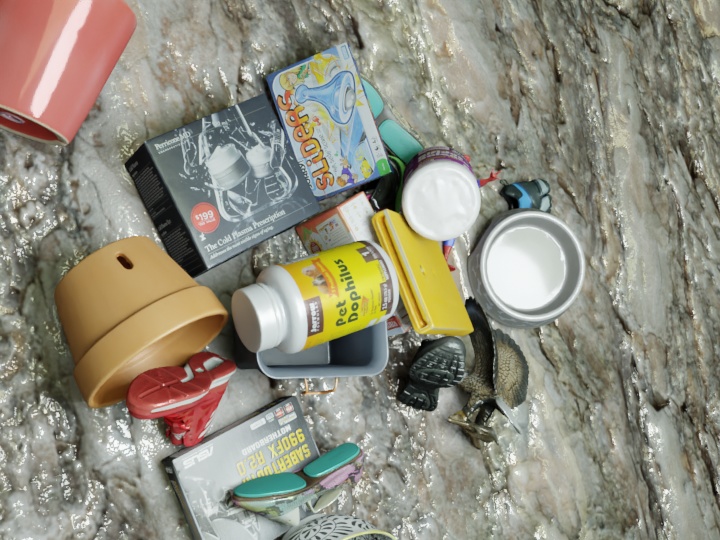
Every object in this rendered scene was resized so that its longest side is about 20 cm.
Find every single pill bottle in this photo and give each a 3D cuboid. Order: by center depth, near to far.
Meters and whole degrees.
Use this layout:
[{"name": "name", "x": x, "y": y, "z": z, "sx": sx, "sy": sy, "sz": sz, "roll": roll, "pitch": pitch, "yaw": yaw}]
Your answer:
[{"name": "pill bottle", "x": -0.057, "y": 0.035, "z": 1.089, "sx": 0.198, "sy": 0.109, "sz": 0.111, "roll": -18, "pitch": 89, "yaw": -32}, {"name": "pill bottle", "x": 0.116, "y": -0.122, "z": 1.289, "sx": 0.110, "sy": 0.200, "sz": 0.114, "roll": 1, "pitch": 107, "yaw": 3}]

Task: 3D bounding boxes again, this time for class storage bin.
[{"name": "storage bin", "x": -0.078, "y": 0.098, "z": 1.206, "sx": 0.197, "sy": 0.134, "sz": 0.148, "roll": 2, "pitch": 79, "yaw": -30}]

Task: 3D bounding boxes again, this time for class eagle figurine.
[{"name": "eagle figurine", "x": 0.197, "y": 0.160, "z": 1.367, "sx": 0.149, "sy": 0.152, "sz": 0.202, "roll": 26, "pitch": 72, "yaw": -2}]

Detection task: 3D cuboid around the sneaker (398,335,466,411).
[{"name": "sneaker", "x": 0.106, "y": 0.133, "z": 1.285, "sx": 0.075, "sy": 0.201, "sz": 0.092, "roll": 20, "pitch": 59, "yaw": -5}]

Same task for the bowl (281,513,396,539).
[{"name": "bowl", "x": -0.052, "y": 0.390, "z": 1.167, "sx": 0.198, "sy": 0.094, "sz": 0.203, "roll": -21, "pitch": 134, "yaw": -24}]

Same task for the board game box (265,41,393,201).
[{"name": "board game box", "x": -0.046, "y": -0.217, "z": 1.302, "sx": 0.133, "sy": 0.034, "sz": 0.203, "roll": -20, "pitch": 90, "yaw": 10}]

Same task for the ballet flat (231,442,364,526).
[{"name": "ballet flat", "x": -0.075, "y": 0.293, "z": 1.159, "sx": 0.198, "sy": 0.069, "sz": 0.072, "roll": -16, "pitch": 109, "yaw": -33}]

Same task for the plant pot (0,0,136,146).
[{"name": "plant pot", "x": -0.394, "y": -0.262, "z": 1.066, "sx": 0.198, "sy": 0.200, "sz": 0.180, "roll": 22, "pitch": 80, "yaw": -25}]

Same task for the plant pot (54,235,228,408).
[{"name": "plant pot", "x": -0.280, "y": 0.054, "z": 1.074, "sx": 0.199, "sy": 0.200, "sz": 0.141, "roll": -30, "pitch": 78, "yaw": -32}]

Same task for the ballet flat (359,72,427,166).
[{"name": "ballet flat", "x": 0.028, "y": -0.244, "z": 1.381, "sx": 0.200, "sy": 0.068, "sz": 0.076, "roll": 41, "pitch": 18, "yaw": -22}]

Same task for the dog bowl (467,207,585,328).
[{"name": "dog bowl", "x": 0.277, "y": -0.006, "z": 1.434, "sx": 0.196, "sy": 0.059, "sz": 0.204, "roll": 0, "pitch": 87, "yaw": -3}]

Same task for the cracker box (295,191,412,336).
[{"name": "cracker box", "x": 0.000, "y": 0.000, "z": 1.273, "sx": 0.057, "sy": 0.133, "sz": 0.202, "roll": -32, "pitch": 97, "yaw": -32}]

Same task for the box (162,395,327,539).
[{"name": "box", "x": -0.146, "y": 0.283, "z": 1.178, "sx": 0.198, "sy": 0.048, "sz": 0.161, "roll": -23, "pitch": 92, "yaw": -32}]

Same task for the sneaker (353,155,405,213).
[{"name": "sneaker", "x": 0.023, "y": -0.086, "z": 1.339, "sx": 0.083, "sy": 0.076, "sz": 0.203, "roll": 17, "pitch": 61, "yaw": -36}]

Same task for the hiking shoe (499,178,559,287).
[{"name": "hiking shoe", "x": 0.286, "y": -0.056, "z": 1.504, "sx": 0.085, "sy": 0.074, "sz": 0.204, "roll": -3, "pitch": 79, "yaw": -12}]

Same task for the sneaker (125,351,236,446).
[{"name": "sneaker", "x": -0.225, "y": 0.180, "z": 1.089, "sx": 0.199, "sy": 0.077, "sz": 0.117, "roll": -14, "pitch": 123, "yaw": -64}]

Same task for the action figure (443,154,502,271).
[{"name": "action figure", "x": 0.164, "y": -0.106, "z": 1.419, "sx": 0.065, "sy": 0.099, "sz": 0.203, "roll": 24, "pitch": 66, "yaw": -25}]

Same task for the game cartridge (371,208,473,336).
[{"name": "game cartridge", "x": 0.093, "y": 0.009, "z": 1.257, "sx": 0.199, "sy": 0.032, "sz": 0.179, "roll": 16, "pitch": 51, "yaw": -67}]

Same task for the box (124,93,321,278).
[{"name": "box", "x": -0.188, "y": -0.114, "z": 1.201, "sx": 0.199, "sy": 0.104, "sz": 0.184, "roll": -30, "pitch": 95, "yaw": -32}]
